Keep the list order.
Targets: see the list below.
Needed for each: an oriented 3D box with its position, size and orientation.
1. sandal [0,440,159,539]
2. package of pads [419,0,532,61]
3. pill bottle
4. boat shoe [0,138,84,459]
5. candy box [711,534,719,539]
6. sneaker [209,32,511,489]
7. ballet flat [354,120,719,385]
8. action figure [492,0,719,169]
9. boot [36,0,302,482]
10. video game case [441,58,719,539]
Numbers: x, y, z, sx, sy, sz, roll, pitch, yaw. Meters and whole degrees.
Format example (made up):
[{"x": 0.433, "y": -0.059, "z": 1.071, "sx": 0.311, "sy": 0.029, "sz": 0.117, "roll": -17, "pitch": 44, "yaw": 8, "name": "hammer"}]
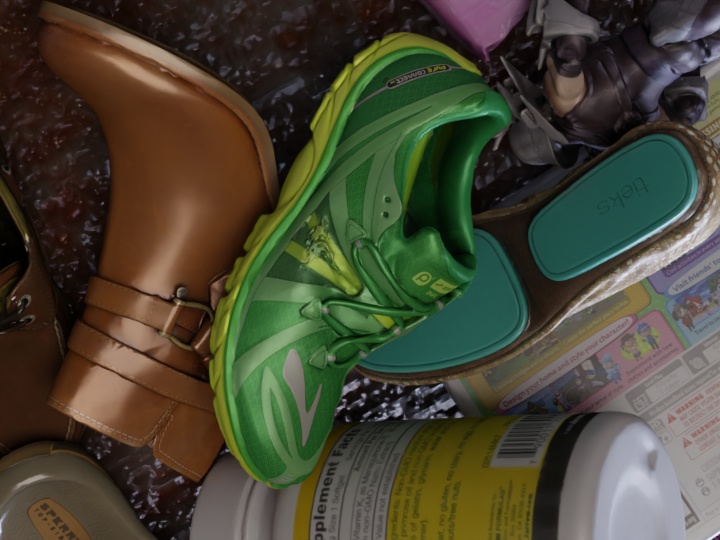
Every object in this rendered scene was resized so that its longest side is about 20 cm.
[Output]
[{"x": -0.103, "y": 0.157, "z": 1.008, "sx": 0.080, "sy": 0.054, "sz": 0.200, "roll": -36, "pitch": 125, "yaw": 3, "name": "sandal"}, {"x": 0.028, "y": -0.200, "z": 0.921, "sx": 0.120, "sy": 0.076, "sz": 0.200, "roll": -44, "pitch": 111, "yaw": 0, "name": "package of pads"}, {"x": 0.032, "y": 0.122, "z": 0.962, "sx": 0.199, "sy": 0.114, "sz": 0.115, "roll": -5, "pitch": 114, "yaw": 30, "name": "pill bottle"}, {"x": -0.169, "y": 0.005, "z": 0.948, "sx": 0.071, "sy": 0.068, "sz": 0.201, "roll": -22, "pitch": 112, "yaw": -6, "name": "boat shoe"}, {"x": 0.208, "y": 0.162, "z": 1.071, "sx": 0.199, "sy": 0.061, "sz": 0.137, "roll": -29, "pitch": 123, "yaw": -3, "name": "candy box"}, {"x": 0.000, "y": 0.000, "z": 0.912, "sx": 0.074, "sy": 0.083, "sz": 0.201, "roll": 18, "pitch": 96, "yaw": -56, "name": "sneaker"}, {"x": 0.082, "y": -0.001, "z": 0.962, "sx": 0.199, "sy": 0.065, "sz": 0.071, "roll": -25, "pitch": 74, "yaw": 30, "name": "ballet flat"}, {"x": 0.137, "y": -0.102, "z": 0.936, "sx": 0.199, "sy": 0.070, "sz": 0.130, "roll": -33, "pitch": 158, "yaw": 24, "name": "action figure"}, {"x": -0.095, "y": -0.010, "z": 0.947, "sx": 0.200, "sy": 0.077, "sz": 0.156, "roll": 37, "pitch": 88, "yaw": -38, "name": "boot"}, {"x": 0.140, "y": 0.027, "z": 1.012, "sx": 0.199, "sy": 0.022, "sz": 0.183, "roll": -34, "pitch": 88, "yaw": 0, "name": "video game case"}]
